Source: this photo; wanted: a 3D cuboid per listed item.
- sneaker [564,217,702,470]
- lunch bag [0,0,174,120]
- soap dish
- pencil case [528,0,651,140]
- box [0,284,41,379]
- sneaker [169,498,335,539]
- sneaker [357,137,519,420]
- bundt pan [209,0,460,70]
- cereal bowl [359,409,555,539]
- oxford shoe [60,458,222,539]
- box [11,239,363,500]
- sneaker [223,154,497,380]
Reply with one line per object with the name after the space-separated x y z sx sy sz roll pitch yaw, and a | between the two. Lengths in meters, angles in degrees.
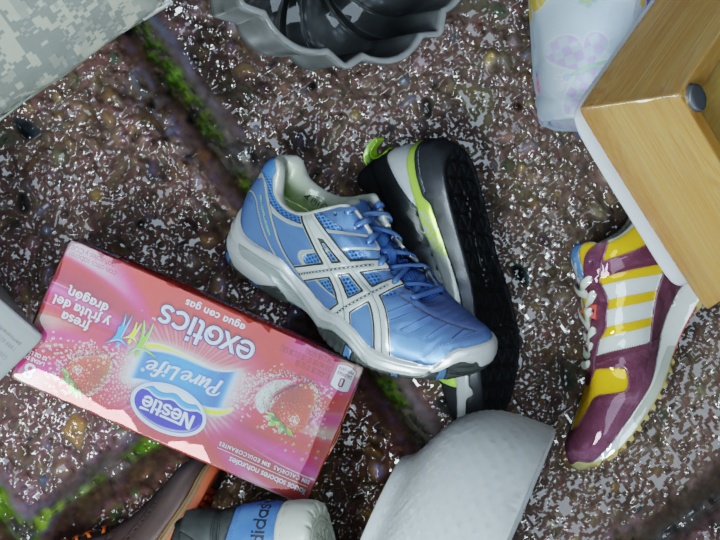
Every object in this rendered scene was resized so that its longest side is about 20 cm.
0.164 0.029 1.232 0.090 0.075 0.201 29 78 -6 | sneaker
-0.229 -0.188 1.175 0.200 0.139 0.168 -37 109 -3 | lunch bag
0.229 -0.100 1.175 0.158 0.081 0.200 55 50 -22 | soap dish
0.153 -0.187 1.226 0.090 0.083 0.201 -4 89 -1 | pencil case
-0.319 0.047 1.137 0.200 0.152 0.106 -45 135 -4 | box
-0.063 0.221 1.188 0.111 0.077 0.200 -1 132 15 | sneaker
0.046 0.009 1.236 0.083 0.072 0.201 -9 95 29 | sneaker
-0.031 -0.217 1.189 0.201 0.076 0.203 5 80 -32 | bundt pan
0.045 0.172 1.161 0.083 0.200 0.201 24 87 8 | cereal bowl
-0.167 0.187 1.204 0.072 0.071 0.200 40 81 9 | oxford shoe
-0.107 0.062 1.193 0.199 0.100 0.096 24 89 -4 | box
0.000 0.000 1.173 0.200 0.076 0.077 31 120 22 | sneaker
